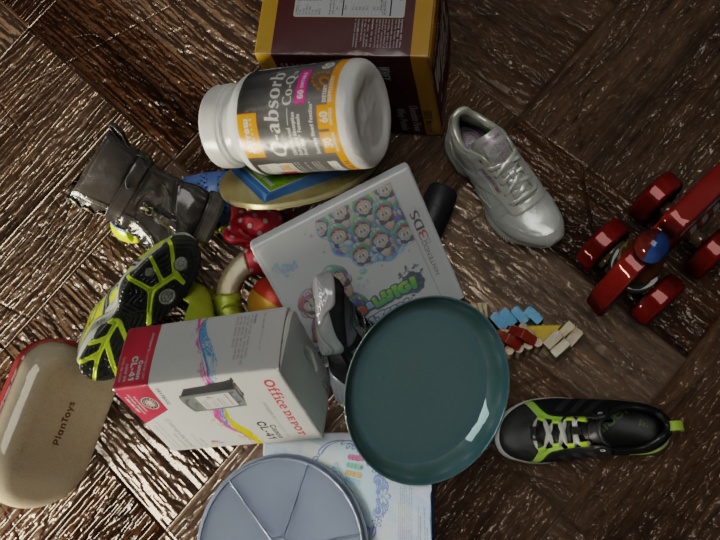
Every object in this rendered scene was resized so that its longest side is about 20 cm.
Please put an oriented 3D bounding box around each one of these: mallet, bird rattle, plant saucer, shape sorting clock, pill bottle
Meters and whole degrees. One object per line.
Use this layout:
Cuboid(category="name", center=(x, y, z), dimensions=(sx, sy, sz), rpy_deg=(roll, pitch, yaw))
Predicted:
Cuboid(category="mallet", center=(0.019, -0.087, 1.001), dimensions=(0.197, 0.041, 0.067), rpy_deg=(12, 74, 17))
Cuboid(category="bird rattle", center=(-0.123, 0.021, 0.982), dimensions=(0.162, 0.113, 0.201), rpy_deg=(34, 73, 2))
Cuboid(category="plant saucer", center=(0.069, 0.126, 0.855), dimensions=(0.197, 0.027, 0.204), rpy_deg=(-2, 96, -23))
Cuboid(category="shape sorting clock", center=(-0.074, -0.119, 0.968), dimensions=(0.197, 0.040, 0.201), rpy_deg=(-12, 29, 7))
Cuboid(category="pill bottle", center=(-0.074, -0.167, 0.890), dimensions=(0.197, 0.116, 0.118), rpy_deg=(0, 74, 26))

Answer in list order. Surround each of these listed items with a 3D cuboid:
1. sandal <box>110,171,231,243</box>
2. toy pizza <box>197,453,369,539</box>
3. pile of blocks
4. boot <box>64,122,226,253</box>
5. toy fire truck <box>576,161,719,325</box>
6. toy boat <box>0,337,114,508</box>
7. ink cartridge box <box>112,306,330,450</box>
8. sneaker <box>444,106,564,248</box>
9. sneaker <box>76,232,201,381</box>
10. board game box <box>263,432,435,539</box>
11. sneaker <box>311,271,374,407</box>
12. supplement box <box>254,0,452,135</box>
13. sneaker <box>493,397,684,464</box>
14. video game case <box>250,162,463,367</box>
Cuboid(category="sandal", center=(-0.238, -0.085, 1.020), dimensions=(0.197, 0.087, 0.081), rpy_deg=(-13, 70, 5))
Cuboid(category="toy pizza", center=(-0.084, 0.303, 0.870), dimensions=(0.197, 0.032, 0.204), rpy_deg=(-4, 75, 13))
Cuboid(category="pile of blocks", center=(0.155, 0.069, 0.918), dimensions=(0.196, 0.062, 0.084), rpy_deg=(-7, 74, 8))
Cuboid(category="boot", center=(-0.272, -0.057, 0.965), dimensions=(0.172, 0.069, 0.202), rpy_deg=(25, 105, -19))
Cuboid(category="toy fire truck", center=(0.326, -0.037, 0.860), dimensions=(0.199, 0.168, 0.112), rpy_deg=(-41, 72, -3))
Cuboid(category="toy boat", center=(-0.395, 0.179, 0.973), dimensions=(0.129, 0.130, 0.203), rpy_deg=(8, 73, 43))
Cuboid(category="ink cartridge box", center=(-0.149, 0.126, 0.894), dimensions=(0.197, 0.149, 0.087), rpy_deg=(-7, 48, 17))
Cuboid(category="sneaker", center=(0.164, -0.109, 0.946), dimensions=(0.075, 0.100, 0.201), rpy_deg=(-38, 73, -4))
Cuboid(category="sneaker", center=(-0.265, 0.030, 0.930), dimensions=(0.200, 0.075, 0.076), rpy_deg=(-48, 39, 2))
Cuboid(category="board game box", center=(-0.014, 0.285, 0.899), dimensions=(0.195, 0.043, 0.204), rpy_deg=(-2, 75, 10))
Cuboid(category="sneaker", center=(0.011, 0.070, 0.885), dimensions=(0.112, 0.202, 0.076), rpy_deg=(-11, 45, 1))
Cuboid(category="supplement box", center=(0.002, -0.268, 0.966), dimensions=(0.196, 0.197, 0.135), rpy_deg=(4, 75, 12))
Cuboid(category="sneaker", center=(0.242, 0.166, 0.865), dimensions=(0.196, 0.083, 0.073), rpy_deg=(-7, 73, 8))
Cuboid(category="video game case", center=(0.000, 0.000, 0.923), dimensions=(0.198, 0.024, 0.184), rpy_deg=(-26, 117, 2))
